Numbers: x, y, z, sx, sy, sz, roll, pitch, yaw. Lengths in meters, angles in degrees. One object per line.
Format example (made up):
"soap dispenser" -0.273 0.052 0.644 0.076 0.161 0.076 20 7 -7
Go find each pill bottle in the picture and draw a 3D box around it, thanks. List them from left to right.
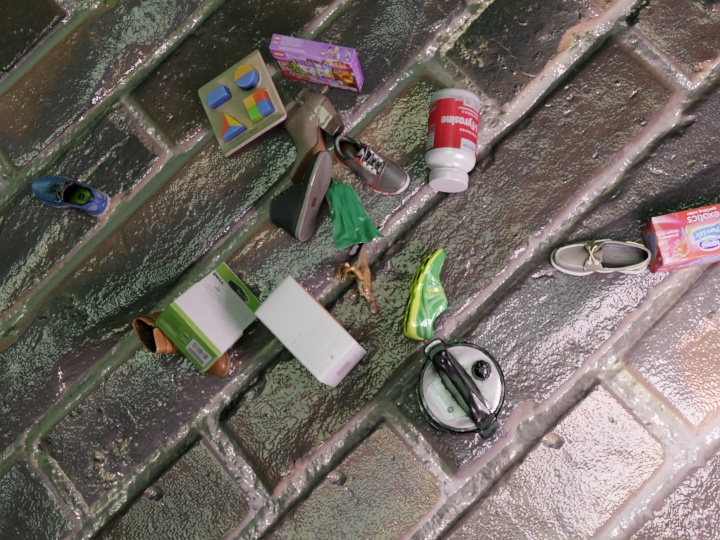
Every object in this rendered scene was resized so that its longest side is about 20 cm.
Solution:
"pill bottle" 0.198 -0.280 1.599 0.110 0.112 0.205 4 78 10

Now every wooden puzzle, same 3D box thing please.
"wooden puzzle" -0.284 -0.394 1.716 0.183 0.046 0.203 -28 73 16

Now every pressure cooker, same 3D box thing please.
"pressure cooker" 0.195 0.228 1.429 0.172 0.200 0.183 10 79 10

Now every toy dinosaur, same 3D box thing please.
"toy dinosaur" 0.000 0.000 1.604 0.104 0.060 0.205 6 71 -26

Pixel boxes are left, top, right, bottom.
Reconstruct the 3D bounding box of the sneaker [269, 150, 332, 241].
"sneaker" -0.138 -0.177 1.619 0.105 0.074 0.204 26 103 25

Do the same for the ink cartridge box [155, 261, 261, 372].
"ink cartridge box" -0.314 0.096 1.571 0.148 0.200 0.076 47 126 -3

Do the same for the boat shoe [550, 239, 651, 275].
"boat shoe" 0.496 -0.030 1.521 0.197 0.060 0.074 2 77 9

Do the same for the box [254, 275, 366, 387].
"box" -0.101 0.129 1.522 0.106 0.152 0.200 -45 75 -3

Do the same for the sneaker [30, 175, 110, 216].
"sneaker" -0.690 -0.188 1.729 0.196 0.089 0.080 13 78 12

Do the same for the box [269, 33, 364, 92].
"box" -0.097 -0.471 1.677 0.196 0.137 0.040 14 79 12

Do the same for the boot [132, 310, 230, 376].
"boot" -0.379 0.157 1.559 0.200 0.155 0.077 46 104 16

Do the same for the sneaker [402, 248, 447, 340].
"sneaker" 0.147 0.053 1.561 0.082 0.074 0.204 20 77 -13

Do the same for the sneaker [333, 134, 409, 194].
"sneaker" 0.017 -0.236 1.633 0.198 0.082 0.078 29 83 14

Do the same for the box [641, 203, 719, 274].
"box" 0.684 -0.068 1.482 0.196 0.096 0.102 -11 76 6

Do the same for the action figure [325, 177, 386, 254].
"action figure" -0.030 -0.128 1.615 0.116 0.055 0.203 -9 56 -20

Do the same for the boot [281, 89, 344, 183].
"boot" -0.134 -0.314 1.689 0.146 0.070 0.201 39 85 22
